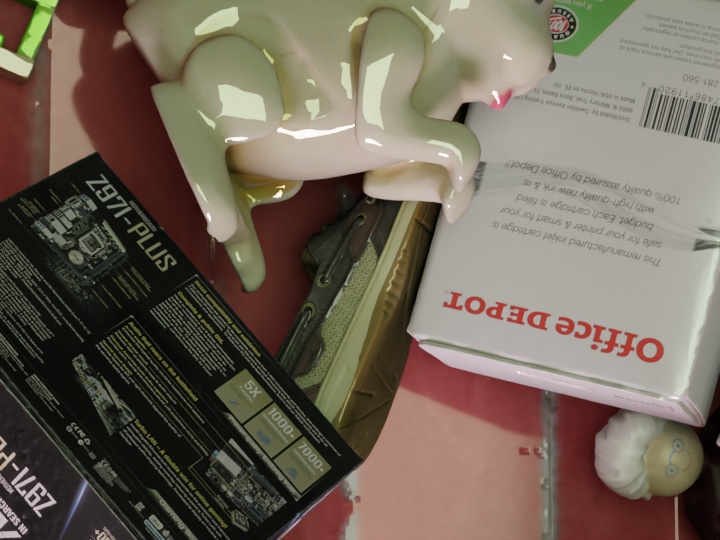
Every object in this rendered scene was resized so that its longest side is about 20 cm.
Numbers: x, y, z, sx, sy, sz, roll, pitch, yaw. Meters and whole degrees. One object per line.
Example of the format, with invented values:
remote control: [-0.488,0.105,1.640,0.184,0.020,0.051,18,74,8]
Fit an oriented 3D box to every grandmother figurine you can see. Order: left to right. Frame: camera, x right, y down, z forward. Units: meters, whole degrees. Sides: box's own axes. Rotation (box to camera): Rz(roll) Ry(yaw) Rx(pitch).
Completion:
grandmother figurine: [0.213,0.107,1.431,0.199,0.061,0.122,13,72,-14]

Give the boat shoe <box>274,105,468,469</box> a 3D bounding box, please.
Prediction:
boat shoe: [0.000,0.001,1.385,0.066,0.072,0.202,13,68,18]

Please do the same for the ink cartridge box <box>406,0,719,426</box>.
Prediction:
ink cartridge box: [0.122,-0.037,1.386,0.145,0.084,0.201,13,81,18]

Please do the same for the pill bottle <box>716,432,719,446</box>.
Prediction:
pill bottle: [0.277,0.096,1.343,0.199,0.112,0.112,29,78,6]

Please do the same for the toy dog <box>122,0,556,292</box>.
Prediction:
toy dog: [0.000,-0.105,1.329,0.199,0.140,0.195,-23,66,-1]

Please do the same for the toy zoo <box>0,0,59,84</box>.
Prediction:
toy zoo: [-0.188,-0.210,1.391,0.131,0.020,0.201,24,79,-10]

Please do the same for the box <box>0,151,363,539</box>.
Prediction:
box: [-0.123,0.065,1.287,0.200,0.086,0.164,49,34,4]
